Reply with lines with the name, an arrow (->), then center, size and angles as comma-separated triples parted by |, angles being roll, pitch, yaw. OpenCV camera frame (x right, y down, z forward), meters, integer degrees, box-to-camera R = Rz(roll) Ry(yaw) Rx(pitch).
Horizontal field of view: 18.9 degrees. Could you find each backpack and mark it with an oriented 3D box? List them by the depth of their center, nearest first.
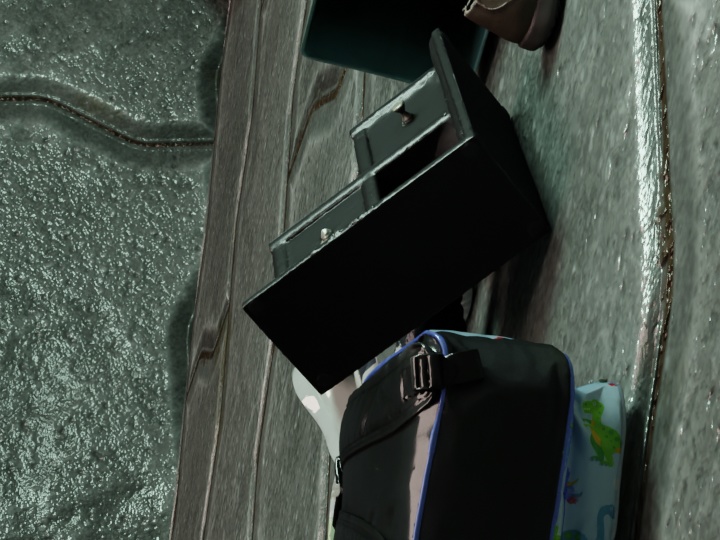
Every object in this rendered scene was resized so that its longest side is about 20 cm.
backpack -> 0.063, 0.136, 1.239 | 0.200, 0.146, 0.185 | 153, 126, -72

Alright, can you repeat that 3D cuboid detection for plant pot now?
plant pot -> 0.043, -0.269, 1.756 | 0.201, 0.140, 0.142 | -81, 6, -51

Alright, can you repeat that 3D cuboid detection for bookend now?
bookend -> 0.017, -0.046, 1.530 | 0.198, 0.092, 0.200 | -36, 25, 13

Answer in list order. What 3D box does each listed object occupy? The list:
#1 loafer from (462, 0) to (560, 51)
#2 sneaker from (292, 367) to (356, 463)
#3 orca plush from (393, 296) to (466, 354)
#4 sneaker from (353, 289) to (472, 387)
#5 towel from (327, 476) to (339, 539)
loafer -> 0.112, -0.259, 1.524 | 0.073, 0.070, 0.202 | 141, 136, -76
sneaker -> 0.003, 0.111, 1.852 | 0.085, 0.073, 0.200 | -50, 29, 9
orca plush -> 0.070, 0.077, 1.589 | 0.105, 0.071, 0.202 | 14, -84, -56
sneaker -> 0.032, 0.035, 1.709 | 0.130, 0.079, 0.201 | -117, 26, -60
towel -> -0.004, 0.159, 1.961 | 0.149, 0.030, 0.202 | 125, 152, -71
